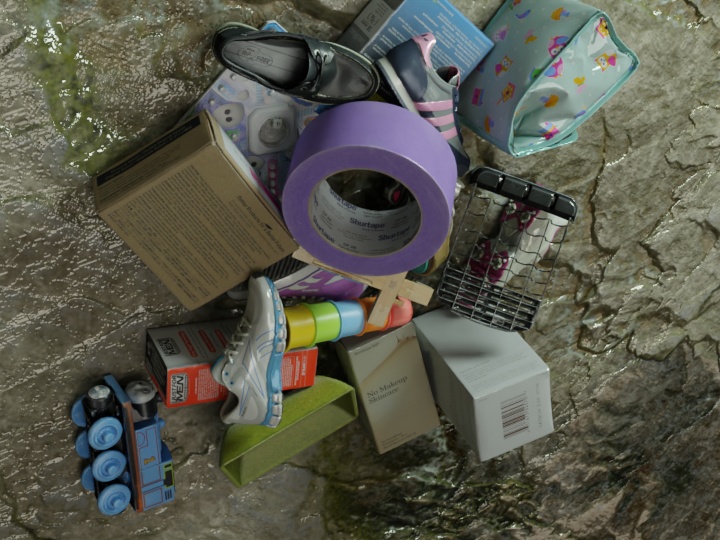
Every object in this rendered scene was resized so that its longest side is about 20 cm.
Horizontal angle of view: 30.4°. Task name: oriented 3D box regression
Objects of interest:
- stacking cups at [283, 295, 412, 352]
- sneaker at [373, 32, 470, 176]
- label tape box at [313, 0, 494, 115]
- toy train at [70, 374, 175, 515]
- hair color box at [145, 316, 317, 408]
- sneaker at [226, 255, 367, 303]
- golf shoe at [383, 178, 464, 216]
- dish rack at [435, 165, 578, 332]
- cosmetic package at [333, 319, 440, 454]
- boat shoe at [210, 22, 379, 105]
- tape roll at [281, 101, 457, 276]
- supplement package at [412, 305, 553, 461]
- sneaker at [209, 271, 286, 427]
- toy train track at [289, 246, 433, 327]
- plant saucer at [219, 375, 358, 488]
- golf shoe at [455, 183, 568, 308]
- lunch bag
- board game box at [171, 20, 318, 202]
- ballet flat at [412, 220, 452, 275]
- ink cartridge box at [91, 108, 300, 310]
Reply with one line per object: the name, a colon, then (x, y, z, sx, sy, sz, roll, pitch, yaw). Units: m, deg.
stacking cups: (-0.021, 0.059, 1.696, 0.199, 0.060, 0.061, -10, 124, -33)
sneaker: (0.097, -0.194, 1.574, 0.082, 0.070, 0.200, -37, 132, 3)
label tape box: (0.043, -0.245, 1.599, 0.200, 0.063, 0.144, -48, 129, 9)
toy train: (-0.304, 0.226, 1.712, 0.114, 0.087, 0.201, -18, 124, -27)
hair color box: (-0.165, 0.111, 1.694, 0.199, 0.102, 0.062, -6, 120, -23)
sneaker: (-0.073, 0.023, 1.707, 0.199, 0.073, 0.115, -19, 130, -15)
golf shoe: (0.067, -0.063, 1.674, 0.077, 0.088, 0.200, -55, 168, -37)
dish rack: (0.188, -0.025, 1.738, 0.153, 0.055, 0.201, 20, 89, 2)
cosmetic package: (0.035, 0.146, 1.838, 0.103, 0.073, 0.201, -26, 129, -10)
boat shoe: (-0.072, -0.231, 1.499, 0.198, 0.066, 0.075, 20, 103, -11)
tape roll: (0.011, -0.093, 1.558, 0.199, 0.085, 0.201, 6, 133, 6)
supplement package: (0.166, 0.142, 1.819, 0.117, 0.200, 0.117, -20, 127, -14)
sneaker: (-0.138, 0.101, 1.604, 0.086, 0.075, 0.201, -3, 107, -18)
toy train track: (0.000, 0.000, 1.673, 0.199, 0.033, 0.115, 20, 100, -25)
plant saucer: (-0.101, 0.209, 1.777, 0.199, 0.048, 0.200, -30, 164, -7)
golf shoe: (0.212, -0.021, 1.824, 0.091, 0.075, 0.200, 26, 107, -40)
lunch bag: (0.210, -0.236, 1.620, 0.200, 0.170, 0.122, -49, 127, 3)
board game box: (-0.104, -0.167, 1.598, 0.200, 0.026, 0.200, -47, 129, 7)
ballet flat: (0.096, -0.088, 1.737, 0.063, 0.069, 0.201, -26, 136, -40)
ink cartridge box: (-0.192, -0.068, 1.562, 0.164, 0.075, 0.200, -30, 132, 8)
